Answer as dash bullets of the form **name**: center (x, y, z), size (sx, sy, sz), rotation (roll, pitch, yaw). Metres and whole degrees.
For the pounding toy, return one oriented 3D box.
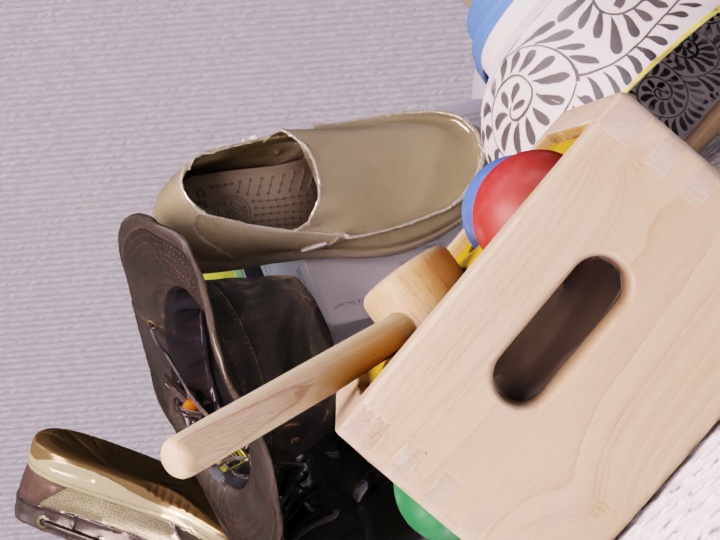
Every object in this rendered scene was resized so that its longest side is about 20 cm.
- **pounding toy**: center (0.048, 0.029, 0.623), size (0.200, 0.142, 0.184), rotation (-49, 2, 2)

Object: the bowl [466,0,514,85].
- **bowl**: center (0.157, -0.179, 1.003), size (0.200, 0.039, 0.201), rotation (-23, -14, -6)

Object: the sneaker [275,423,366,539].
- **sneaker**: center (-0.030, 0.138, 0.957), size (0.076, 0.088, 0.200), rotation (-48, 3, 20)

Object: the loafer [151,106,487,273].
- **loafer**: center (-0.017, -0.045, 0.896), size (0.200, 0.076, 0.068), rotation (-15, -15, -8)

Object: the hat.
- **hat**: center (-0.057, 0.053, 0.871), size (0.081, 0.201, 0.201), rotation (-20, -7, -19)

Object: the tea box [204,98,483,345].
- **tea box**: center (0.000, 0.000, 1.054), size (0.200, 0.134, 0.197), rotation (-11, -21, -33)

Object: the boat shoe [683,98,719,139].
- **boat shoe**: center (0.181, -0.105, 1.027), size (0.200, 0.072, 0.068), rotation (-47, 1, -17)

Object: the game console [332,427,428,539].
- **game console**: center (0.092, 0.057, 0.840), size (0.200, 0.116, 0.176), rotation (-49, 33, 20)

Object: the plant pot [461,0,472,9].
- **plant pot**: center (0.177, -0.197, 1.181), size (0.201, 0.183, 0.200), rotation (-50, 3, 4)

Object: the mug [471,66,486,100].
- **mug**: center (0.192, -0.180, 1.374), size (0.200, 0.148, 0.176), rotation (19, 75, 55)

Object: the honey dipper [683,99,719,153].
- **honey dipper**: center (0.185, -0.067, 0.907), size (0.200, 0.038, 0.038), rotation (-53, 0, 36)

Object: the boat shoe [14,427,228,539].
- **boat shoe**: center (-0.115, 0.161, 0.993), size (0.073, 0.200, 0.065), rotation (-69, 5, -76)

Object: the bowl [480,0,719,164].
- **bowl**: center (0.129, -0.112, 0.886), size (0.201, 0.094, 0.201), rotation (-40, -16, -13)
